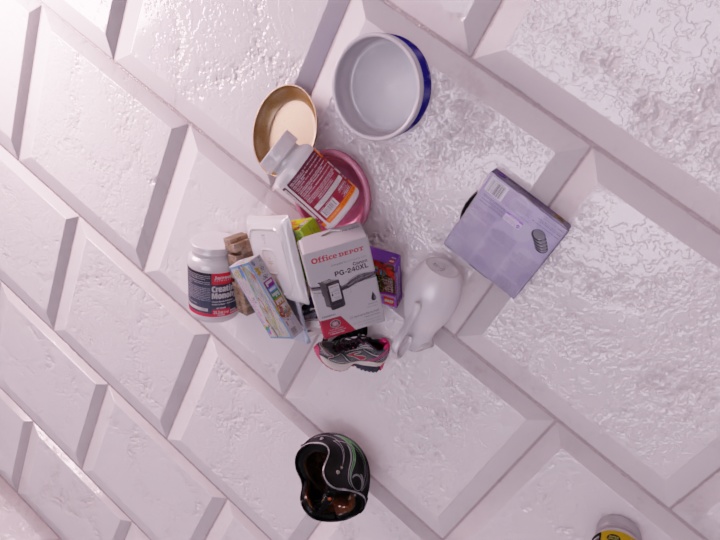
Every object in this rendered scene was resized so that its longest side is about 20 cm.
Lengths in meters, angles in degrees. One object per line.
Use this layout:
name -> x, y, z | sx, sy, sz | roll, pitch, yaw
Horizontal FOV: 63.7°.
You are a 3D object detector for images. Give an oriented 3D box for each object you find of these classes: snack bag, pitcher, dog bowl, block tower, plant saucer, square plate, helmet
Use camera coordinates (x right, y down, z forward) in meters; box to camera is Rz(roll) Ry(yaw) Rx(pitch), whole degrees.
snack bag -> -0.193, 0.075, 1.411 | 0.197, 0.021, 0.194 | 4, 110, 52
pitcher -> 0.133, 0.085, 1.237 | 0.120, 0.171, 0.204 | 30, 120, 21
dog bowl -> 0.043, -0.371, 1.174 | 0.195, 0.079, 0.206 | 10, 112, 24
block tower -> -0.289, 0.014, 1.441 | 0.053, 0.057, 0.206 | 13, 118, 49
plant saucer -> -0.163, -0.311, 1.305 | 0.196, 0.035, 0.207 | -1, 88, 35
plant saucer -> -0.059, -0.174, 1.317 | 0.195, 0.051, 0.207 | 9, 111, 25
square plate -> -0.197, -0.024, 1.321 | 0.198, 0.028, 0.204 | 7, 114, 52
helmet -> -0.071, 0.520, 1.494 | 0.194, 0.193, 0.204 | -6, 129, -7

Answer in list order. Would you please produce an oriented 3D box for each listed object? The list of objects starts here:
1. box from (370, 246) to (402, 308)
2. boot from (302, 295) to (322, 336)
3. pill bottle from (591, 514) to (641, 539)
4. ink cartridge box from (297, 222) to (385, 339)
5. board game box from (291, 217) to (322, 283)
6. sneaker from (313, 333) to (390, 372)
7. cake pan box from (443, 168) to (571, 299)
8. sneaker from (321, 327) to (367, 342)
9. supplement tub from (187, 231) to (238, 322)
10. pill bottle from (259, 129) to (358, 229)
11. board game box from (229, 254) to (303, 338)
box -> 0.000, 0.000, 1.325 | 0.195, 0.039, 0.139 | 17, 140, 22
boot -> -0.130, 0.111, 1.457 | 0.197, 0.072, 0.093 | -12, 61, 50
pill bottle -> 0.530, 0.614, 1.198 | 0.111, 0.200, 0.118 | 9, 113, 23
ink cartridge box -> -0.039, 0.021, 1.219 | 0.141, 0.084, 0.205 | -16, 116, -4
board game box -> -0.098, -0.018, 1.305 | 0.100, 0.047, 0.203 | 1, 126, 53
sneaker -> -0.021, 0.185, 1.364 | 0.076, 0.195, 0.081 | -64, 37, 27
cake pan box -> 0.288, -0.075, 1.167 | 0.198, 0.052, 0.186 | 37, 119, 11
sneaker -> -0.024, 0.143, 1.400 | 0.082, 0.073, 0.200 | 34, 134, -13
supplement tub -> -0.379, 0.018, 1.504 | 0.137, 0.140, 0.206 | 16, 115, 22
pill bottle -> -0.107, -0.190, 1.210 | 0.199, 0.111, 0.109 | 41, 123, -14
board game box -> -0.222, 0.065, 1.351 | 0.133, 0.034, 0.203 | -8, 114, 57
